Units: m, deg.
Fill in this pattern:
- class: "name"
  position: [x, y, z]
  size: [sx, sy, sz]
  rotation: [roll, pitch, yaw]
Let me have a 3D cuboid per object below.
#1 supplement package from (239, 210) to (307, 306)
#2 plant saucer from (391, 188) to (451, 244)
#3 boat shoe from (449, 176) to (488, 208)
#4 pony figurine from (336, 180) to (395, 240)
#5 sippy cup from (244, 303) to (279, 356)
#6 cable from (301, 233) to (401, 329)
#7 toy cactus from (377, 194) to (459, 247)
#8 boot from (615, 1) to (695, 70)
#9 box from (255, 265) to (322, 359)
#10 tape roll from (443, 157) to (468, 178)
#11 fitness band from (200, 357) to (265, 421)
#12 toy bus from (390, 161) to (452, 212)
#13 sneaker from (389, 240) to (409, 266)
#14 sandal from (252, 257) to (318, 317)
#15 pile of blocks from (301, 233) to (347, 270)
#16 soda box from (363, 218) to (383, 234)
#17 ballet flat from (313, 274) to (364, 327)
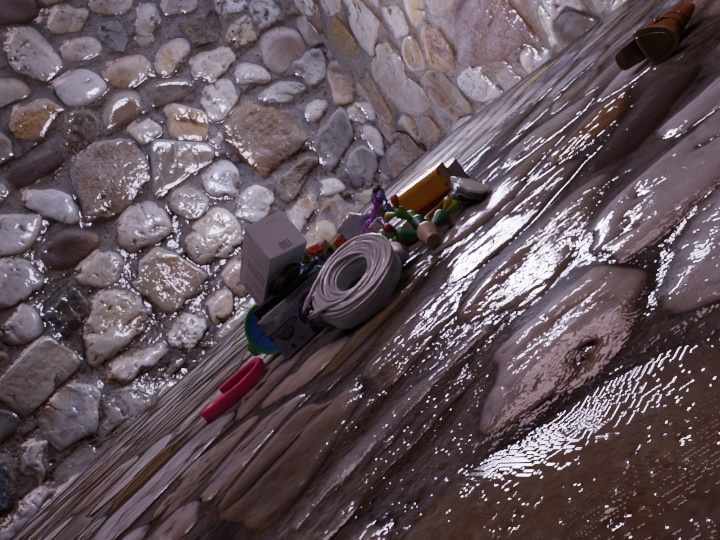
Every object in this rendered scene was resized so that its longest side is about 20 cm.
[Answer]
- class: "supplement package"
  position: [-0.213, -0.021, 1.650]
  size: [0.112, 0.110, 0.202]
  rotation: [-28, -27, -31]
- class: "plant saucer"
  position: [0.162, -0.129, 1.715]
  size: [0.199, 0.038, 0.200]
  rotation: [-40, 6, 5]
- class: "boat shoe"
  position: [0.242, -0.173, 1.552]
  size: [0.200, 0.071, 0.064]
  rotation: [-111, 29, -75]
- class: "pony figurine"
  position: [0.036, -0.127, 1.892]
  size: [0.201, 0.162, 0.198]
  rotation: [70, -142, -71]
- class: "sippy cup"
  position: [-0.218, 0.138, 1.781]
  size: [0.173, 0.144, 0.130]
  rotation: [-13, 3, 13]
- class: "cable"
  position: [-0.008, 0.020, 1.361]
  size: [0.196, 0.069, 0.203]
  rotation: [-12, 44, 39]
- class: "toy cactus"
  position: [0.134, -0.104, 1.470]
  size: [0.194, 0.105, 0.166]
  rotation: [-13, 27, -9]
- class: "boot"
  position: [0.610, -0.481, 1.362]
  size: [0.153, 0.074, 0.200]
  rotation: [-37, 10, -3]
- class: "box"
  position: [-0.138, 0.097, 1.624]
  size: [0.199, 0.115, 0.132]
  rotation: [-42, 9, -7]
- class: "tape roll"
  position: [0.212, -0.233, 1.962]
  size: [0.199, 0.067, 0.200]
  rotation: [-40, 8, 7]
- class: "fitness band"
  position: [-0.310, 0.289, 1.674]
  size: [0.199, 0.038, 0.144]
  rotation: [-41, 7, 8]
- class: "toy bus"
  position: [0.155, -0.200, 1.778]
  size: [0.199, 0.065, 0.078]
  rotation: [-34, 11, 42]
- class: "sneaker"
  position: [0.034, 0.010, 1.496]
  size: [0.199, 0.074, 0.088]
  rotation: [-38, 24, 38]
- class: "sandal"
  position: [-0.179, 0.031, 1.578]
  size: [0.199, 0.048, 0.075]
  rotation: [-40, 8, 8]
- class: "pile of blocks"
  position: [-0.100, -0.039, 1.760]
  size: [0.196, 0.084, 0.062]
  rotation: [-19, 1, -33]
- class: "soda box"
  position: [-0.001, -0.035, 1.754]
  size: [0.201, 0.063, 0.069]
  rotation: [-49, 1, 32]
- class: "ballet flat"
  position: [-0.037, 0.069, 1.460]
  size: [0.199, 0.068, 0.064]
  rotation: [-37, 14, 26]
